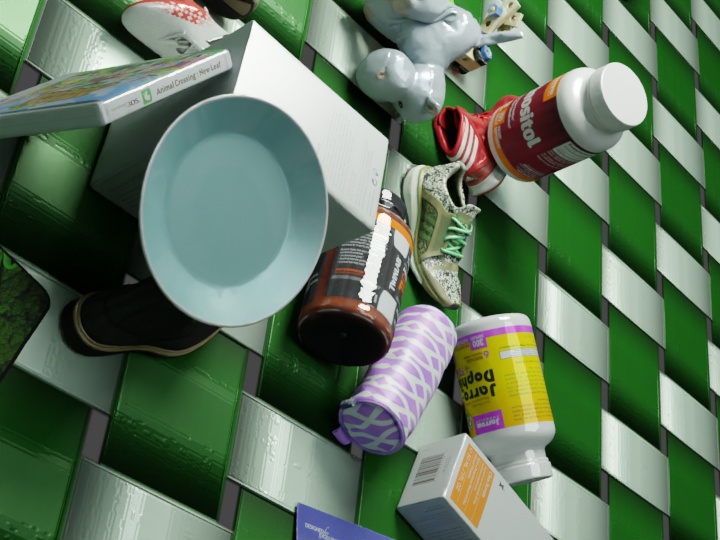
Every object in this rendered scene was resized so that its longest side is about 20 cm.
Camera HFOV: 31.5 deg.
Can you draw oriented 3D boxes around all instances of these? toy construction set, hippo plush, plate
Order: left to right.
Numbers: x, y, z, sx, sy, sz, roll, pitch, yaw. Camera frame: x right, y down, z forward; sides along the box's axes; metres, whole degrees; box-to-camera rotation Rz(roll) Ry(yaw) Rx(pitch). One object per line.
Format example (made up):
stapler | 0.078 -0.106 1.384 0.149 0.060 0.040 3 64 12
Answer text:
plate | -0.111 -0.051 1.097 0.200 0.026 0.201 -5 98 -42
hippo plush | 0.067 -0.270 1.640 0.200 0.159 0.161 24 84 -25
toy construction set | 0.138 -0.356 1.790 0.200 0.092 0.131 15 60 -35

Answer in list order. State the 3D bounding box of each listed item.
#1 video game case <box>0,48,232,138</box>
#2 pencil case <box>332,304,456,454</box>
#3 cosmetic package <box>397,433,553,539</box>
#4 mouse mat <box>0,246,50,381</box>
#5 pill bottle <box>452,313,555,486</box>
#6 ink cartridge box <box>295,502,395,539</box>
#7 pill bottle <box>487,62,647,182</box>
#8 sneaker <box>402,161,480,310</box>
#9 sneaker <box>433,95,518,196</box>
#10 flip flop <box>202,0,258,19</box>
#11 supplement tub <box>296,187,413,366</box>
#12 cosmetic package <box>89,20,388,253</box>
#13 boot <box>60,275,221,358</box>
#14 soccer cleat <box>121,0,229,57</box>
video game case | -0.241 -0.152 1.112 0.182 0.200 0.022 -38 120 -52
pencil case | 0.042 0.122 1.424 0.084 0.085 0.200 53 40 -13
cosmetic package | 0.137 0.295 1.468 0.200 0.071 0.102 51 40 -23
mouse mat | -0.349 0.037 1.041 0.161 0.008 0.200 48 40 -25
pill bottle | 0.177 0.160 1.558 0.104 0.104 0.200 6 68 -50
ink cartridge box | 0.009 0.355 1.301 0.197 0.047 0.200 30 53 -39
pill bottle | 0.270 -0.196 1.665 0.113 0.200 0.113 13 67 -35
sneaker | 0.109 -0.051 1.591 0.077 0.089 0.200 12 64 -49
sneaker | 0.169 -0.205 1.756 0.116 0.078 0.200 50 39 -25
flip flop | -0.176 -0.366 1.399 0.200 0.081 0.058 50 44 -29
supplement tub | 0.000 0.000 1.414 0.107 0.107 0.200 42 44 -31
cosmetic package | -0.115 -0.106 1.244 0.200 0.199 0.123 37 47 -35
boot | -0.155 0.031 1.177 0.200 0.138 0.078 -15 85 -54
soccer cleat | -0.168 -0.228 1.353 0.200 0.069 0.085 20 53 -50
